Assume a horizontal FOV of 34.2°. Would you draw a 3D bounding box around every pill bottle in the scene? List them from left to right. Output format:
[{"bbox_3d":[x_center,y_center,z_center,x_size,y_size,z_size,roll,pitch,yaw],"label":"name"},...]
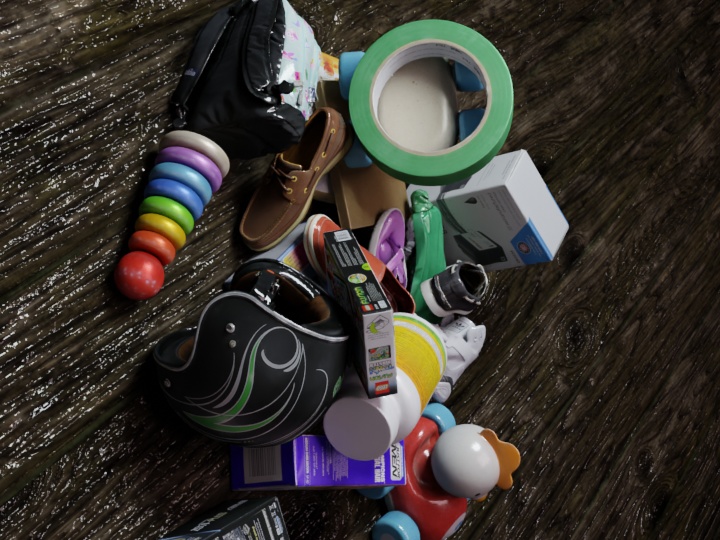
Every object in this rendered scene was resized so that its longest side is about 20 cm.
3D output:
[{"bbox_3d":[0.027,0.139,1.391,0.111,0.111,0.200,65,26,-14],"label":"pill bottle"}]

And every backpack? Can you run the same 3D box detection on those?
[{"bbox_3d":[-0.127,-0.237,1.428,0.127,0.167,0.200,50,41,-52],"label":"backpack"}]

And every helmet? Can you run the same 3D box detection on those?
[{"bbox_3d":[-0.120,0.100,1.289,0.200,0.191,0.200,29,19,-11],"label":"helmet"}]

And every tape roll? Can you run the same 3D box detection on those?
[{"bbox_3d":[0.086,-0.205,1.435,0.048,0.200,0.201,58,28,-77],"label":"tape roll"}]

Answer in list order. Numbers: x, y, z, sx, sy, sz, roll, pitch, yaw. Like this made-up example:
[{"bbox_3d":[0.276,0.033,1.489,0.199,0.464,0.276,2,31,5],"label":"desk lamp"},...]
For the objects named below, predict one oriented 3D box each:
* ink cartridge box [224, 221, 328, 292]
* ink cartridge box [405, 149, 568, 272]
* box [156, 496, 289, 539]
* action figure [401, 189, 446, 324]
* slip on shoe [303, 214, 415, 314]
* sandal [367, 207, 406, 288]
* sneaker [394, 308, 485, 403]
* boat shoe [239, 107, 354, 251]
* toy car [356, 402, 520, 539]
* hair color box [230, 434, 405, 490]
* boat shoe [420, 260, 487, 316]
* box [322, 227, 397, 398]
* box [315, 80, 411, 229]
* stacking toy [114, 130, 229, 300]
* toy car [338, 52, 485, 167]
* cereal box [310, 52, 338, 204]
[{"bbox_3d":[-0.064,0.056,1.471,0.136,0.076,0.200,-48,118,-45],"label":"ink cartridge box"},{"bbox_3d":[0.174,-0.076,1.693,0.145,0.200,0.084,54,47,-26],"label":"ink cartridge box"},{"bbox_3d":[-0.143,0.371,1.280,0.164,0.086,0.200,-23,98,-51],"label":"box"},{"bbox_3d":[0.089,-0.016,1.654,0.118,0.055,0.200,-22,115,-53],"label":"action figure"},{"bbox_3d":[0.000,0.000,1.458,0.200,0.061,0.074,48,46,-31],"label":"slip on shoe"},{"bbox_3d":[0.038,0.017,1.583,0.082,0.050,0.203,17,86,-62],"label":"sandal"},{"bbox_3d":[0.104,0.089,1.611,0.115,0.075,0.200,-48,141,-17],"label":"sneaker"},{"bbox_3d":[-0.088,-0.117,1.435,0.200,0.072,0.068,-54,155,-3],"label":"boat shoe"},{"bbox_3d":[0.126,0.270,1.540,0.184,0.200,0.177,-28,102,-49],"label":"toy car"},{"bbox_3d":[-0.048,0.233,1.413,0.200,0.109,0.065,9,74,-48],"label":"hair color box"},{"bbox_3d":[0.145,0.018,1.619,0.074,0.060,0.200,65,23,8],"label":"boat shoe"},{"bbox_3d":[-0.002,0.044,1.331,0.200,0.035,0.110,-117,-160,-59],"label":"box"},{"bbox_3d":[0.003,-0.159,1.592,0.163,0.021,0.200,-13,93,-57],"label":"box"},{"bbox_3d":[-0.218,-0.057,1.315,0.085,0.085,0.200,41,55,-36],"label":"stacking toy"},{"bbox_3d":[0.077,-0.199,1.570,0.200,0.184,0.177,58,29,-77],"label":"toy car"},{"bbox_3d":[-0.053,-0.193,1.575,0.144,0.040,0.200,9,73,-52],"label":"cereal box"}]
